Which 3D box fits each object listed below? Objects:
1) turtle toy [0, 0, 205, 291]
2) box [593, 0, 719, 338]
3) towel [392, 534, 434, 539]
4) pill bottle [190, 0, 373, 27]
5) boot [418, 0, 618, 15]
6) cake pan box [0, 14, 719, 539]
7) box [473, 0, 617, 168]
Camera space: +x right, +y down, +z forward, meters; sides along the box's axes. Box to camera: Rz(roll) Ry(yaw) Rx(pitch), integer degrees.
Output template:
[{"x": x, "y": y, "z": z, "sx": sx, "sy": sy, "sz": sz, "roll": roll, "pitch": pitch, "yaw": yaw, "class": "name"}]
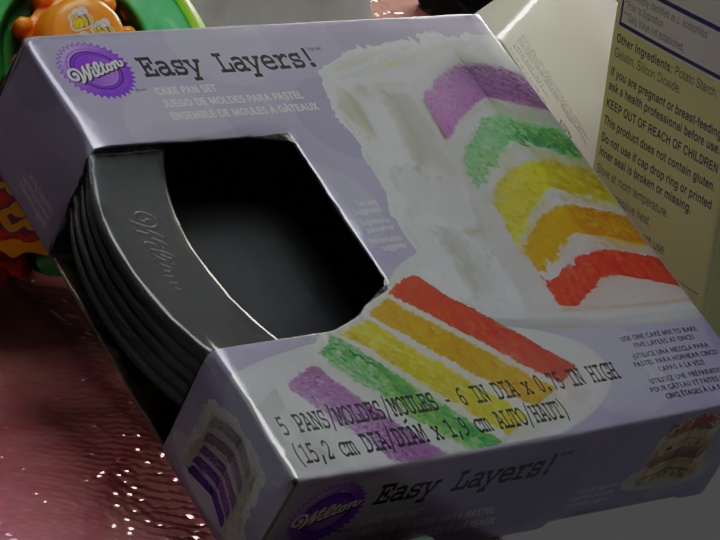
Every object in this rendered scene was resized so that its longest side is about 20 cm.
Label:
[{"x": -0.135, "y": -0.047, "z": 0.918, "sx": 0.199, "sy": 0.146, "sz": 0.101, "roll": -12, "pitch": 35, "yaw": 10, "class": "turtle toy"}, {"x": 0.188, "y": -0.067, "z": 0.986, "sx": 0.175, "sy": 0.201, "sz": 0.097, "roll": -2, "pitch": 21, "yaw": -24, "class": "box"}, {"x": -0.011, "y": 0.112, "z": 0.659, "sx": 0.199, "sy": 0.022, "sz": 0.146, "roll": -10, "pitch": 26, "yaw": -43, "class": "towel"}, {"x": -0.098, "y": -0.095, "z": 1.072, "sx": 0.112, "sy": 0.113, "sz": 0.199, "roll": -9, "pitch": 11, "yaw": -41, "class": "pill bottle"}, {"x": 0.090, "y": -0.202, "z": 1.408, "sx": 0.073, "sy": 0.164, "sz": 0.198, "roll": -3, "pitch": 21, "yaw": -25, "class": "boot"}, {"x": 0.000, "y": 0.000, "z": 0.833, "sx": 0.199, "sy": 0.052, "sz": 0.185, "roll": -6, "pitch": 48, "yaw": -37, "class": "cake pan box"}, {"x": 0.061, "y": -0.069, "z": 1.102, "sx": 0.082, "sy": 0.069, "sz": 0.200, "roll": -32, "pitch": 7, "yaw": 22, "class": "box"}]
